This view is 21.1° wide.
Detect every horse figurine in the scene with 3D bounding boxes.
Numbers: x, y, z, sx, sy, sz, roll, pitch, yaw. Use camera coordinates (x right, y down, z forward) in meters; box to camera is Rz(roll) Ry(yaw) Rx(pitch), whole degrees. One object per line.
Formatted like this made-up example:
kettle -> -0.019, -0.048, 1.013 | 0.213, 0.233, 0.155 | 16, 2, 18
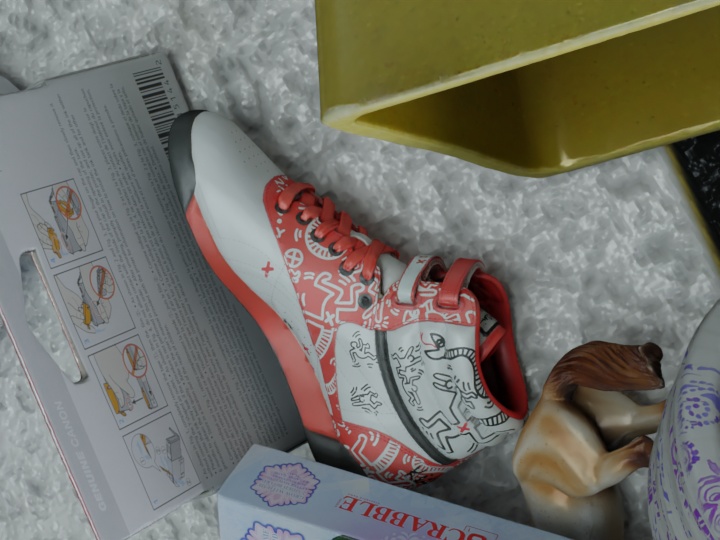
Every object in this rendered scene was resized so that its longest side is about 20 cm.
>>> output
horse figurine -> 0.108, 0.110, 0.850 | 0.132, 0.050, 0.200 | 16, 118, 37

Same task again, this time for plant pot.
plant pot -> 0.096, -0.162, 0.732 | 0.194, 0.195, 0.200 | -15, 79, 27

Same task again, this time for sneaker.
sneaker -> 0.001, 0.000, 0.875 | 0.108, 0.067, 0.202 | -25, 93, 27

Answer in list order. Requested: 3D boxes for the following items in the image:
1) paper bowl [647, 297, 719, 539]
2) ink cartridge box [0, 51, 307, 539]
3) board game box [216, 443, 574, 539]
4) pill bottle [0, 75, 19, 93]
paper bowl -> 0.209, 0.091, 0.733 | 0.201, 0.201, 0.104 | 30, 146, 17
ink cartridge box -> -0.114, 0.012, 0.867 | 0.045, 0.176, 0.200 | -22, 91, 34
board game box -> 0.035, 0.191, 0.876 | 0.199, 0.041, 0.200 | 14, 128, 22
pill bottle -> -0.237, -0.007, 0.962 | 0.109, 0.109, 0.200 | 37, 114, 14
